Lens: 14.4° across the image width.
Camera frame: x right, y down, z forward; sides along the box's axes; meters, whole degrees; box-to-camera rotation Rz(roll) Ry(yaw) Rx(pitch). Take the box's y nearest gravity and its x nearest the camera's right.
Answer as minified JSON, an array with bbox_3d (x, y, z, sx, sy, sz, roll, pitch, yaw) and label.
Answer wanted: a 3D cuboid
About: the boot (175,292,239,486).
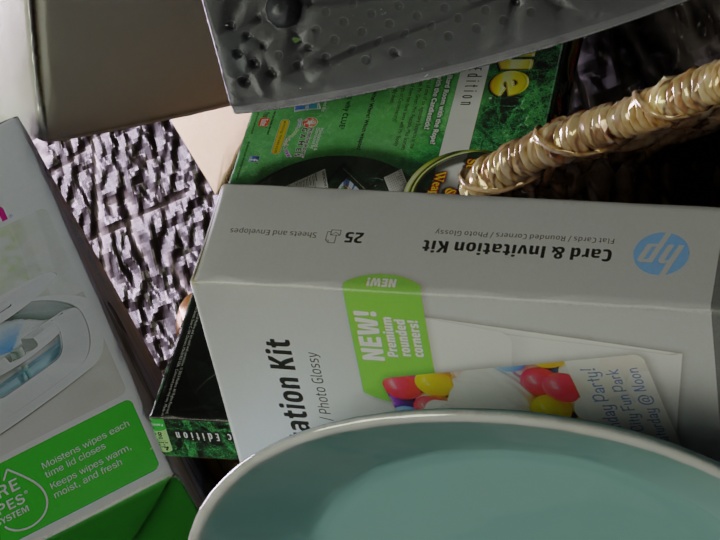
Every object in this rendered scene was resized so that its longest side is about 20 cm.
[{"bbox_3d":[-0.006,0.105,1.125,0.202,0.071,0.144,59,-177,-26],"label":"boot"}]

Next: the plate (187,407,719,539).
[{"bbox_3d":[0.050,0.094,0.791,0.200,0.199,0.026,-51,18,48],"label":"plate"}]

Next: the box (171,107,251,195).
[{"bbox_3d":[-0.055,-0.154,1.152,0.164,0.021,0.200,58,140,25],"label":"box"}]

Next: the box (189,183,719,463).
[{"bbox_3d":[0.065,0.046,0.782,0.199,0.041,0.156,4,138,15],"label":"box"}]

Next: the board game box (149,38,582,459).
[{"bbox_3d":[0.007,-0.019,0.912,0.104,0.201,0.024,1,136,17],"label":"board game box"}]

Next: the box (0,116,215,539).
[{"bbox_3d":[-0.111,0.078,1.063,0.177,0.096,0.200,63,178,37],"label":"box"}]

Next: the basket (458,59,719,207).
[{"bbox_3d":[0.145,0.007,0.809,0.200,0.148,0.144,-18,85,54],"label":"basket"}]

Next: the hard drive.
[{"bbox_3d":[0.039,-0.135,0.913,0.199,0.042,0.136,-15,91,14],"label":"hard drive"}]

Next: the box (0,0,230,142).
[{"bbox_3d":[-0.128,-0.132,1.131,0.200,0.127,0.110,23,120,49],"label":"box"}]
